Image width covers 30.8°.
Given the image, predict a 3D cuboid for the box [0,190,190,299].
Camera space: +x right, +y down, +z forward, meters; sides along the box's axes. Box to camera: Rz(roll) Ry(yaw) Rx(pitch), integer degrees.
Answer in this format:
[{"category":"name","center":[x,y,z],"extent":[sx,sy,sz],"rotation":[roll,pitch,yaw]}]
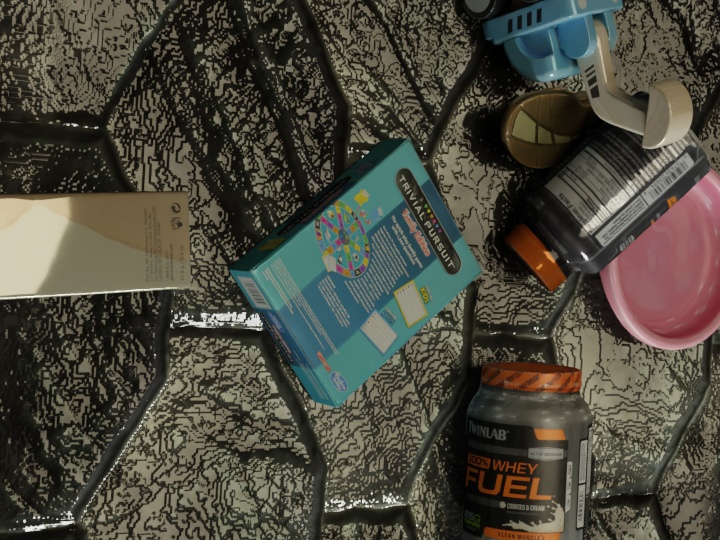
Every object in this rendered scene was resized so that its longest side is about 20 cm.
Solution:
[{"category":"box","center":[-0.238,-0.020,1.001],"extent":[0.198,0.095,0.079],"rotation":[-3,94,-33]}]

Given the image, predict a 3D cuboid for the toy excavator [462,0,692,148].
[{"category":"toy excavator","center":[0.206,-0.204,1.208],"extent":[0.099,0.194,0.202],"rotation":[-19,97,-39]}]

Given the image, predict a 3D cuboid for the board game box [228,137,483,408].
[{"category":"board game box","center":[0.000,0.000,1.180],"extent":[0.200,0.047,0.152],"rotation":[-41,112,-24]}]

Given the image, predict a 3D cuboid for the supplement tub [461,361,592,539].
[{"category":"supplement tub","center":[0.159,0.192,1.247],"extent":[0.122,0.122,0.202],"rotation":[1,91,-32]}]

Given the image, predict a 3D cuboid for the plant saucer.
[{"category":"plant saucer","center":[0.323,-0.019,1.382],"extent":[0.199,0.051,0.203],"rotation":[-2,93,-32]}]

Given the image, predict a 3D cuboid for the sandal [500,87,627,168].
[{"category":"sandal","center":[0.195,-0.152,1.291],"extent":[0.199,0.054,0.081],"rotation":[-16,130,-46]}]

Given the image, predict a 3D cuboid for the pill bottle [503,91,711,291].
[{"category":"pill bottle","center":[0.233,-0.071,1.268],"extent":[0.200,0.106,0.106],"rotation":[-42,115,3]}]
